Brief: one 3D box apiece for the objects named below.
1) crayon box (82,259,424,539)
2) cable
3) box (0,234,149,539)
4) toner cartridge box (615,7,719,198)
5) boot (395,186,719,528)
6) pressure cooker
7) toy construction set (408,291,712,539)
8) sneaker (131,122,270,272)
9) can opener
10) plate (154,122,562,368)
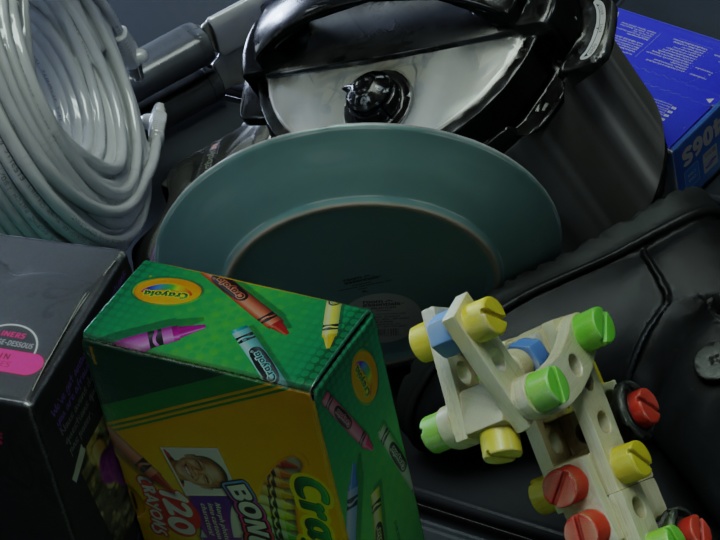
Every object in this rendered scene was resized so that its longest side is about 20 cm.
[{"bbox_3d":[-0.040,0.097,1.260,0.119,0.200,0.058,12,45,28],"label":"crayon box"},{"bbox_3d":[-0.177,-0.096,1.492,0.069,0.200,0.200,-20,35,16],"label":"cable"},{"bbox_3d":[-0.157,0.091,1.300,0.122,0.200,0.106,7,43,23],"label":"box"},{"bbox_3d":[0.121,-0.105,1.572,0.200,0.043,0.095,23,53,36],"label":"toner cartridge box"},{"bbox_3d":[0.135,0.066,1.341,0.200,0.076,0.168,-32,50,-5],"label":"boot"},{"bbox_3d":[0.048,-0.086,1.421,0.176,0.200,0.179,-42,46,1],"label":"pressure cooker"},{"bbox_3d":[0.088,0.102,1.252,0.092,0.201,0.131,-8,2,32],"label":"toy construction set"},{"bbox_3d":[-0.064,-0.060,1.552,0.087,0.076,0.200,3,42,27],"label":"sneaker"},{"bbox_3d":[-0.092,-0.109,1.630,0.200,0.053,0.067,-31,42,-18],"label":"can opener"},{"bbox_3d":[0.000,0.000,1.369,0.200,0.200,0.026,-9,53,6],"label":"plate"}]
